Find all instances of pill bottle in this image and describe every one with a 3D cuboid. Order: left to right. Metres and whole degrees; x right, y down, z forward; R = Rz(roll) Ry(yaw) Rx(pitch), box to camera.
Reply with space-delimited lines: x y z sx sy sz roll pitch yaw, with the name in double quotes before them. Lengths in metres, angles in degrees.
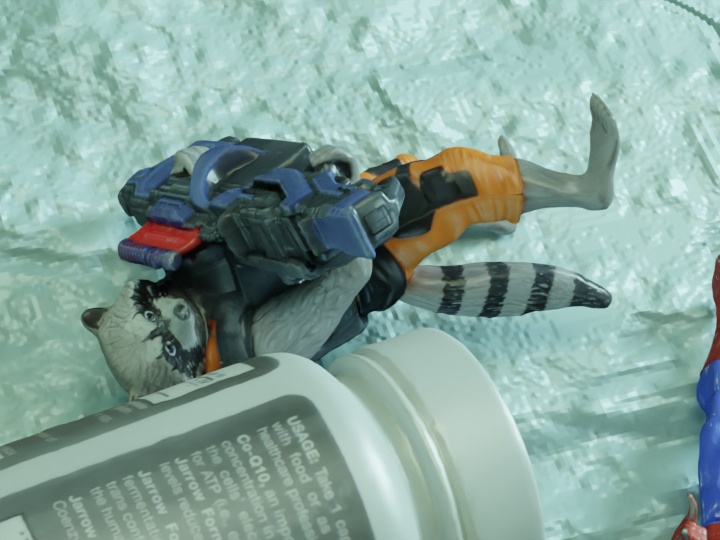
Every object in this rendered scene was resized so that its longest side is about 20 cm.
"pill bottle" -0.050 0.093 0.670 0.198 0.114 0.114 -18 59 -21

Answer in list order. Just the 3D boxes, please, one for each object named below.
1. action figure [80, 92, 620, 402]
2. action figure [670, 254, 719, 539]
"action figure" 0.000 0.000 0.741 0.192 0.200 0.106 -21 105 -15
"action figure" 0.140 0.067 0.737 0.065 0.099 0.201 15 55 2
